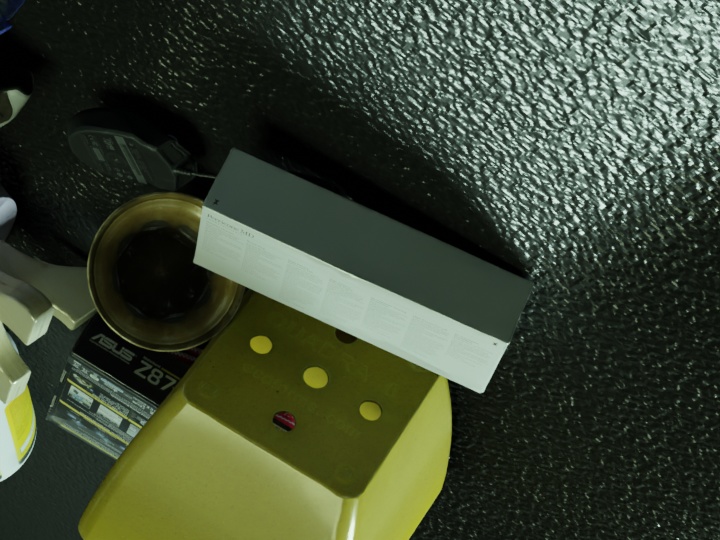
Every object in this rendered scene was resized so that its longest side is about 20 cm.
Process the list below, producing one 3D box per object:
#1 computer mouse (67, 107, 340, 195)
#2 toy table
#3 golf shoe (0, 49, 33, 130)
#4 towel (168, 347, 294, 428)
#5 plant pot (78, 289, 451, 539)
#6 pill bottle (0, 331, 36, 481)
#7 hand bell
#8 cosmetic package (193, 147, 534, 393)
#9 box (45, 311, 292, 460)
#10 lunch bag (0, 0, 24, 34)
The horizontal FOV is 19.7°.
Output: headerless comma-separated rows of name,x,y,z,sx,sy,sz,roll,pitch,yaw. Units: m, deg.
computer mouse,-0.099,-0.072,1.314,0.200,0.034,0.059,15,151,22
toy table,-0.284,0.024,1.551,0.117,0.184,0.200,50,165,7
golf shoe,-0.290,-0.170,1.333,0.094,0.078,0.200,-20,126,39
towel,-0.094,0.130,1.661,0.144,0.023,0.200,20,151,26
plant pot,-0.049,0.118,1.406,0.200,0.200,0.177,31,144,7
pill bottle,-0.350,0.104,1.816,0.112,0.112,0.200,28,154,13
hand bell,-0.145,0.002,1.435,0.104,0.104,0.200,39,172,-9
cosmetic package,0.000,0.000,1.263,0.200,0.051,0.083,25,156,2
box,-0.144,0.127,1.626,0.200,0.049,0.161,31,152,-1
lunch bag,-0.264,-0.212,1.160,0.170,0.124,0.200,35,171,-2
